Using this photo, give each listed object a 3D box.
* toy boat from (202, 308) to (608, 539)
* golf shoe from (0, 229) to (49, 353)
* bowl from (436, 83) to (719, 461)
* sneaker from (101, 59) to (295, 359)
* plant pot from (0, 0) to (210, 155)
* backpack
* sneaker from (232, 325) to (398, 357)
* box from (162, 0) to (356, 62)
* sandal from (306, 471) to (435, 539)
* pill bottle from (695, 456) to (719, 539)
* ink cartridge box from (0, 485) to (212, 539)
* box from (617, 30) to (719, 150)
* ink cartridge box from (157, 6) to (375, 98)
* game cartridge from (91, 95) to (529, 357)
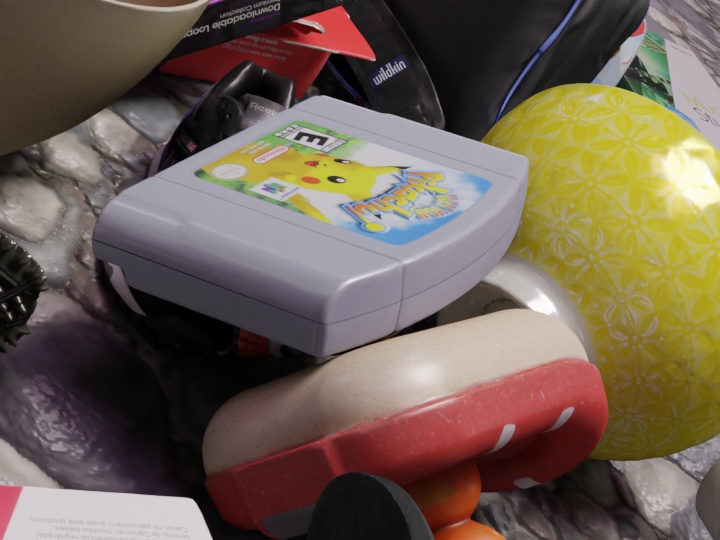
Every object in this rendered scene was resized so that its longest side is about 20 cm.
[{"bbox_3d":[0.033,0.095,0.791,0.199,0.130,0.132,-10,81,-55],"label":"toy boat"},{"bbox_3d":[-0.215,-0.020,0.710,0.199,0.078,0.088,16,25,-35],"label":"golf shoe"},{"bbox_3d":[0.101,0.020,0.919,0.200,0.201,0.107,44,50,18],"label":"bowl"},{"bbox_3d":[-0.071,-0.042,0.899,0.075,0.088,0.201,27,28,-16],"label":"sneaker"},{"bbox_3d":[-0.184,-0.131,0.861,0.199,0.135,0.201,28,26,-15],"label":"plant pot"},{"bbox_3d":[0.072,-0.158,1.161,0.190,0.201,0.154,42,6,33],"label":"backpack"},{"bbox_3d":[0.000,0.000,0.894,0.081,0.079,0.200,8,21,11],"label":"sneaker"},{"bbox_3d":[-0.119,-0.177,1.021,0.199,0.036,0.143,-20,53,-23],"label":"box"},{"bbox_3d":[-0.010,0.155,0.581,0.048,0.075,0.202,21,58,-31],"label":"sandal"},{"bbox_3d":[0.247,0.171,0.897,0.111,0.112,0.201,13,34,-38],"label":"pill bottle"},{"bbox_3d":[-0.093,0.162,0.537,0.147,0.086,0.201,12,36,-37],"label":"ink cartridge box"},{"bbox_3d":[0.252,-0.136,1.499,0.143,0.036,0.201,18,30,-32],"label":"box"},{"bbox_3d":[-0.089,-0.174,1.121,0.116,0.067,0.201,6,38,-43],"label":"ink cartridge box"},{"bbox_3d":[-0.007,-0.025,0.806,0.132,0.041,0.200,22,28,20],"label":"game cartridge"}]
